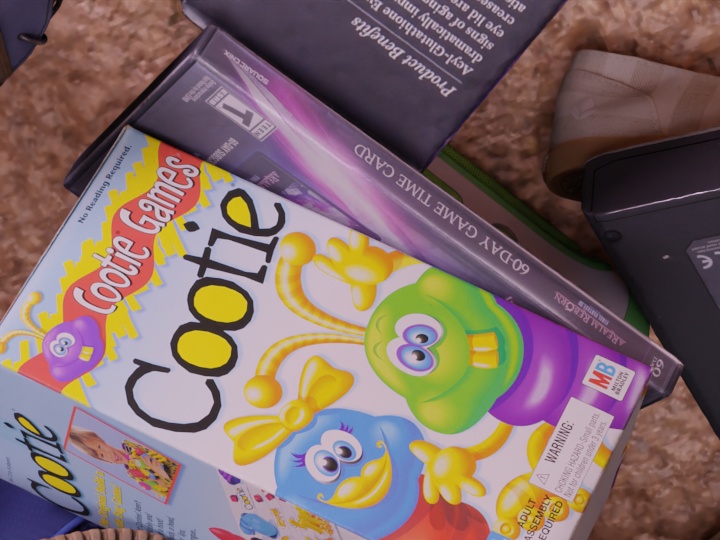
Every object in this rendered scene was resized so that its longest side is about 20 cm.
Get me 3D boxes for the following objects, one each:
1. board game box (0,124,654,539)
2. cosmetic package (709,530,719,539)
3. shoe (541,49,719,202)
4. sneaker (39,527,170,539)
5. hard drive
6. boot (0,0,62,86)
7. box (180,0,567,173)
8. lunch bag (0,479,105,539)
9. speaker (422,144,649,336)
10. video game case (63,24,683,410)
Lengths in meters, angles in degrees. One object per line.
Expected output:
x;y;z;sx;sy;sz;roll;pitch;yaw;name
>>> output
-0.016;0.052;0.899;0.200;0.103;0.105;25;153;9;board game box
0.208;0.122;1.016;0.105;0.071;0.200;24;145;-7;cosmetic package
0.170;-0.048;0.988;0.200;0.053;0.070;7;159;1;shoe
-0.157;0.147;0.912;0.200;0.071;0.113;-3;145;-12;sneaker
0.184;0.016;0.983;0.139;0.033;0.200;-12;138;23;hard drive
-0.131;-0.062;0.844;0.097;0.075;0.200;-12;119;6;boot
0.040;-0.157;0.900;0.104;0.148;0.200;35;113;-13;box
-0.117;0.117;1.047;0.200;0.132;0.136;-36;128;19;lunch bag
0.014;-0.014;1.003;0.200;0.088;0.088;37;111;-14;speaker
0.000;0.000;0.928;0.200;0.019;0.143;36;153;-11;video game case
